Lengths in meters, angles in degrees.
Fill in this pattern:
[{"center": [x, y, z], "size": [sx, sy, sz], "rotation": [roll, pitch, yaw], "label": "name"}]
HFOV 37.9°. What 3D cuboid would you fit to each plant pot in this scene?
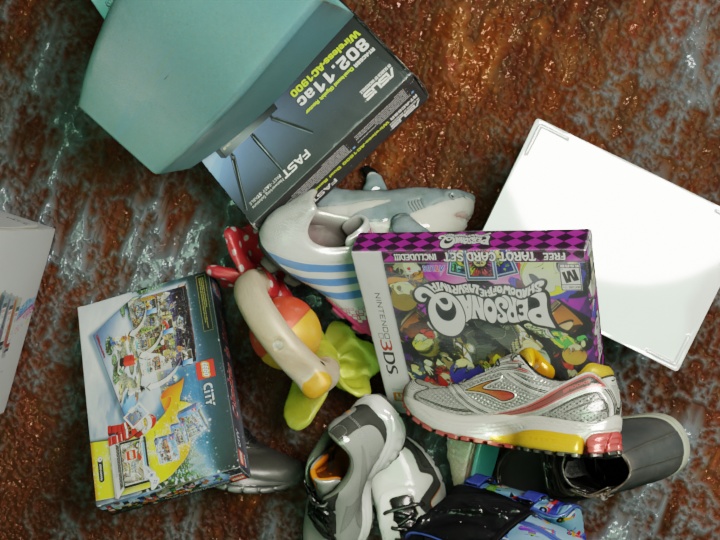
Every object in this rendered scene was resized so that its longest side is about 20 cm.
[{"center": [-0.131, -0.187, 0.876], "size": [0.141, 0.141, 0.200], "rotation": [41, 104, 2], "label": "plant pot"}]

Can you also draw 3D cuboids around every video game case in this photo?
[{"center": [0.104, 0.049, 0.894], "size": [0.198, 0.036, 0.182], "rotation": [1, 125, 21], "label": "video game case"}]

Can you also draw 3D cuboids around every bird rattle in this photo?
[{"center": [-0.064, 0.044, 0.953], "size": [0.112, 0.163, 0.201], "rotation": [-30, 94, 3], "label": "bird rattle"}]

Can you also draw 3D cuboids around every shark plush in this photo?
[{"center": [0.005, -0.061, 1.004], "size": [0.198, 0.091, 0.084], "rotation": [13, 69, 19], "label": "shark plush"}]

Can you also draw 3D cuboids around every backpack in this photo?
[{"center": [0.148, 0.281, 0.872], "size": [0.199, 0.134, 0.184], "rotation": [7, 119, 39], "label": "backpack"}]

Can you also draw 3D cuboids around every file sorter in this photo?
[{"center": [0.212, -0.024, 0.939], "size": [0.199, 0.125, 0.140], "rotation": [26, 94, 3], "label": "file sorter"}]

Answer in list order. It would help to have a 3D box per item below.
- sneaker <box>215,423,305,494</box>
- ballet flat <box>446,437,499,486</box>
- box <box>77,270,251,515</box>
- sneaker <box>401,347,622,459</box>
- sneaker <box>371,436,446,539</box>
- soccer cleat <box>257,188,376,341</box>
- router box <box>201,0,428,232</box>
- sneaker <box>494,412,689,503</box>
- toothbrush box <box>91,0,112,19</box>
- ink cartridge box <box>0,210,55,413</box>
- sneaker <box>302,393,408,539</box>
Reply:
[{"center": [-0.146, 0.158, 1.009], "size": [0.198, 0.076, 0.092], "rotation": [16, 86, 1], "label": "sneaker"}, {"center": [0.111, 0.119, 0.996], "size": [0.062, 0.067, 0.202], "rotation": [17, 90, 29], "label": "ballet flat"}, {"center": [-0.186, 0.111, 0.979], "size": [0.135, 0.038, 0.201], "rotation": [-15, 63, 4], "label": "box"}, {"center": [0.124, 0.105, 0.865], "size": [0.199, 0.078, 0.083], "rotation": [1, 81, 35], "label": "sneaker"}, {"center": [0.054, 0.251, 0.991], "size": [0.073, 0.080, 0.202], "rotation": [-19, 89, 8], "label": "sneaker"}, {"center": [0.000, 0.000, 0.943], "size": [0.199, 0.070, 0.086], "rotation": [32, 121, -32], "label": "soccer cleat"}, {"center": [-0.060, -0.149, 0.963], "size": [0.200, 0.062, 0.150], "rotation": [-43, 68, 5], "label": "router box"}, {"center": [0.177, 0.169, 0.923], "size": [0.199, 0.106, 0.075], "rotation": [-26, 75, 42], "label": "sneaker"}, {"center": [-0.190, -0.297, 0.981], "size": [0.146, 0.085, 0.201], "rotation": [-36, 90, 6], "label": "toothbrush box"}, {"center": [-0.403, 0.032, 0.987], "size": [0.144, 0.145, 0.202], "rotation": [17, 93, 4], "label": "ink cartridge box"}, {"center": [-0.025, 0.200, 0.967], "size": [0.074, 0.079, 0.201], "rotation": [39, 128, 31], "label": "sneaker"}]
